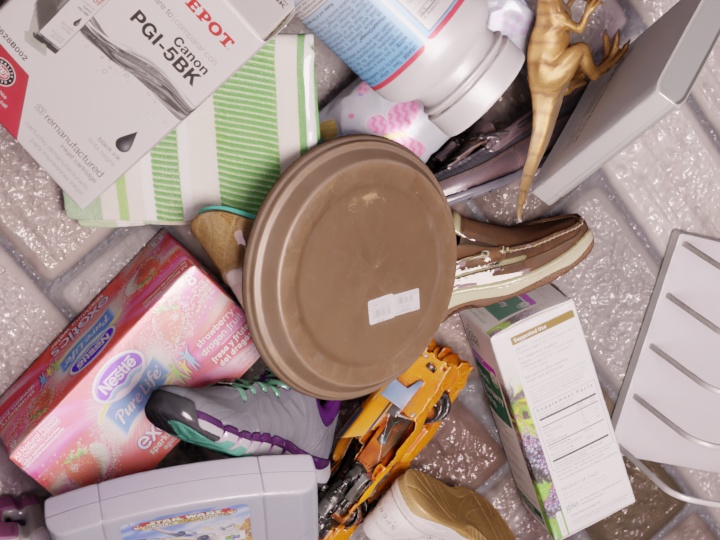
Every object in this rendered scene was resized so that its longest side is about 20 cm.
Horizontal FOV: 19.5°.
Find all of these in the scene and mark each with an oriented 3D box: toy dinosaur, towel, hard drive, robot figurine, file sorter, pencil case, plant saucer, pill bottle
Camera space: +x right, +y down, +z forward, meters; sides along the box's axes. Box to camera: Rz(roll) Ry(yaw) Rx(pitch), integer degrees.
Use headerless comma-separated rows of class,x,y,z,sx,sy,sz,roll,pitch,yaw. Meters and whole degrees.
toy dinosaur,0.146,-0.148,1.589,0.106,0.060,0.201,-10,111,-42
towel,-0.128,-0.104,1.549,0.198,0.023,0.154,1,110,9
hard drive,0.205,-0.136,1.560,0.026,0.200,0.132,35,62,-8
robot figurine,0.009,0.144,1.677,0.058,0.145,0.200,39,96,13
file sorter,0.318,0.089,1.761,0.138,0.125,0.201,12,102,-23
pencil case,0.050,-0.147,1.612,0.091,0.083,0.200,42,89,-8
plant saucer,0.000,0.000,1.554,0.199,0.029,0.202,-10,105,-38
pill bottle,0.020,-0.193,1.510,0.200,0.109,0.109,43,90,-12

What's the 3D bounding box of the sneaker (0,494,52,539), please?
sneaker,-0.203,0.220,1.648,0.199,0.081,0.089,-5,114,-12

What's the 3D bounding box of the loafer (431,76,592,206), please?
loafer,0.113,-0.101,1.665,0.199,0.072,0.063,-22,95,-19

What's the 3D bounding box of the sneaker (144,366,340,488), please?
sneaker,-0.084,0.097,1.556,0.200,0.074,0.088,31,75,-54

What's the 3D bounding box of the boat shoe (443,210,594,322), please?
boat shoe,0.089,-0.013,1.676,0.201,0.075,0.075,-23,107,-11

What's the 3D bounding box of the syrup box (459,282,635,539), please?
syrup box,0.154,0.111,1.734,0.081,0.079,0.201,-25,114,-10

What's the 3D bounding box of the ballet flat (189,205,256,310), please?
ballet flat,-0.047,0.019,1.574,0.199,0.068,0.073,28,59,-38

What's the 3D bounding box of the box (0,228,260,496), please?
box,-0.176,0.081,1.594,0.200,0.103,0.095,-46,116,0

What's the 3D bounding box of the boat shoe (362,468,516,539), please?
boat shoe,0.067,0.220,1.730,0.069,0.071,0.200,-37,141,16

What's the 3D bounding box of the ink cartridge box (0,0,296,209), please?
ink cartridge box,-0.167,-0.164,1.464,0.200,0.083,0.147,-40,98,27

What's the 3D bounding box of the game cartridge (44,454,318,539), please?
game cartridge,-0.129,0.185,1.546,0.199,0.042,0.133,-9,155,-5
